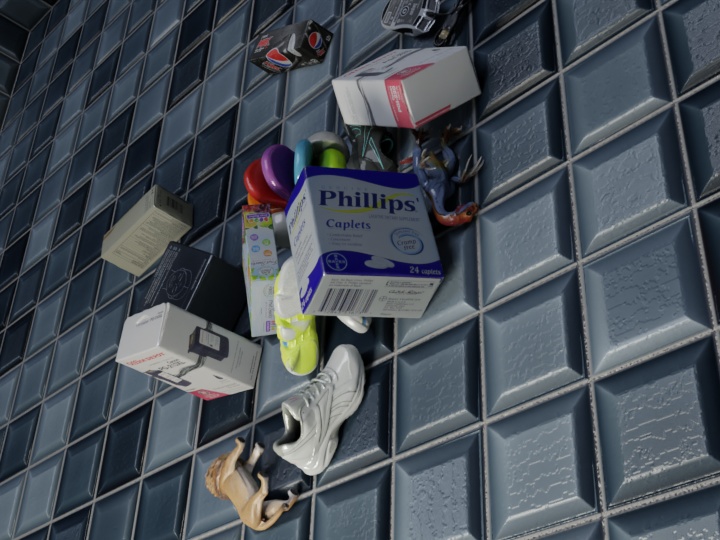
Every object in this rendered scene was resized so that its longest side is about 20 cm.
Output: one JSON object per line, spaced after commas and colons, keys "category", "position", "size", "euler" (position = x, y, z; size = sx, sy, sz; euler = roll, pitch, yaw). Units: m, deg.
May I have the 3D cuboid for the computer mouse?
{"category": "computer mouse", "position": [0.112, -0.441, 1.856], "size": [0.200, 0.044, 0.110], "euler": [24, 90, 51]}

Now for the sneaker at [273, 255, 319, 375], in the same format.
{"category": "sneaker", "position": [-0.106, 0.060, 1.690], "size": [0.105, 0.075, 0.201], "euler": [-122, 32, -67]}

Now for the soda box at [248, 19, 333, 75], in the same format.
{"category": "soda box", "position": [-0.145, -0.454, 2.183], "size": [0.200, 0.063, 0.071], "euler": [1, 67, 54]}

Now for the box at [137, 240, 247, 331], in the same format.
{"category": "box", "position": [-0.308, 0.043, 1.997], "size": [0.200, 0.107, 0.149], "euler": [16, 79, 57]}

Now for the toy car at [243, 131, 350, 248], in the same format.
{"category": "toy car", "position": [-0.115, -0.151, 1.806], "size": [0.200, 0.150, 0.176], "euler": [-30, 43, 42]}

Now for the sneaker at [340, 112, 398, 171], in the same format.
{"category": "sneaker", "position": [0.020, -0.221, 1.805], "size": [0.079, 0.075, 0.201], "euler": [-26, 52, 22]}

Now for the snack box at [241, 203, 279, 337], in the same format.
{"category": "snack box", "position": [-0.165, 0.003, 1.768], "size": [0.200, 0.053, 0.143], "euler": [99, 162, -60]}

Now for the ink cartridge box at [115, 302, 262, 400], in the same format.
{"category": "ink cartridge box", "position": [-0.292, 0.141, 1.821], "size": [0.145, 0.200, 0.085], "euler": [-20, 51, 45]}

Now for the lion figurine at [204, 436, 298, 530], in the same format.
{"category": "lion figurine", "position": [-0.175, 0.340, 1.641], "size": [0.123, 0.072, 0.200], "euler": [-60, 37, 15]}

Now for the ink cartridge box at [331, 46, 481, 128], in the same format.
{"category": "ink cartridge box", "position": [0.070, -0.293, 1.707], "size": [0.145, 0.085, 0.200], "euler": [-30, 22, -26]}

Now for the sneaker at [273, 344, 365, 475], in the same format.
{"category": "sneaker", "position": [-0.063, 0.195, 1.569], "size": [0.078, 0.099, 0.201], "euler": [7, 72, 54]}

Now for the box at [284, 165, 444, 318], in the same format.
{"category": "box", "position": [0.002, -0.041, 1.542], "size": [0.105, 0.183, 0.201], "euler": [116, 149, -47]}

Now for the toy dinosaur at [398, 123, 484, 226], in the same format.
{"category": "toy dinosaur", "position": [0.126, -0.133, 1.615], "size": [0.200, 0.105, 0.182], "euler": [111, 160, -65]}

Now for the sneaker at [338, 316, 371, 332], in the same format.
{"category": "sneaker", "position": [0.000, 0.000, 1.637], "size": [0.105, 0.076, 0.200], "euler": [-44, 36, 23]}

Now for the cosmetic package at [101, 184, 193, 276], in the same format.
{"category": "cosmetic package", "position": [-0.457, -0.084, 2.292], "size": [0.200, 0.105, 0.071], "euler": [-37, 39, 29]}
